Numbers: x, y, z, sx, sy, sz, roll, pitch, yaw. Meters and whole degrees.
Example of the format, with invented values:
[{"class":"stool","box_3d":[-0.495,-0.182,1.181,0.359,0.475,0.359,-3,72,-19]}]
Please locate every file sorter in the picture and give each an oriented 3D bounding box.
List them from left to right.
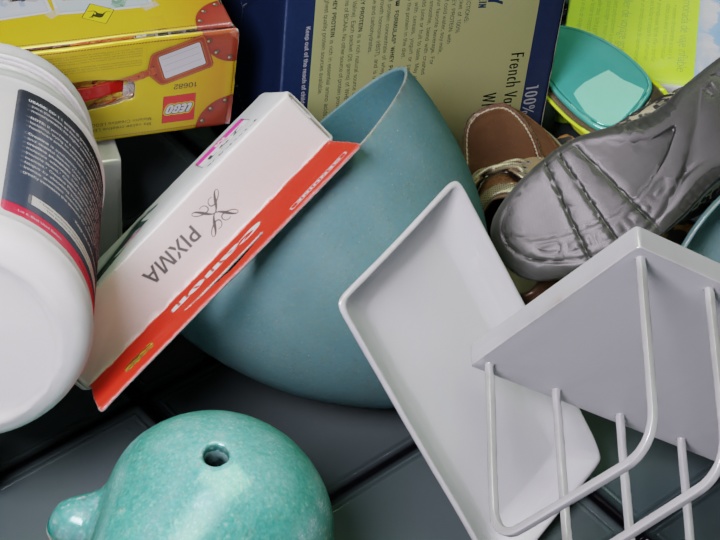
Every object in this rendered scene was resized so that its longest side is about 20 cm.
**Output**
[{"class":"file sorter","box_3d":[0.177,0.092,1.061,0.199,0.139,0.125,22,50,-27]}]

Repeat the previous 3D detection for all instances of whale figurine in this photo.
[{"class":"whale figurine","box_3d":[-0.096,0.151,1.045,0.158,0.104,0.200,27,46,20]}]

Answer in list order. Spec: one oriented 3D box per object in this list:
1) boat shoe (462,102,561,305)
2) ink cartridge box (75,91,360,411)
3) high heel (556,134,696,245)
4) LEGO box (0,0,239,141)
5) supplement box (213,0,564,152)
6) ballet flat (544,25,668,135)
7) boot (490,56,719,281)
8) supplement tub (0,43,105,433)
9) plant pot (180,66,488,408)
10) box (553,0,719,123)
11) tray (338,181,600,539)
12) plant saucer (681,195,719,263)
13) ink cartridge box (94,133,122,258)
[{"class":"boat shoe","box_3d":[0.099,-0.037,1.254,0.075,0.072,0.201,-27,46,12]},{"class":"ink cartridge box","box_3d":[-0.096,-0.016,1.133,0.044,0.174,0.200,45,85,-10]},{"class":"high heel","box_3d":[0.200,-0.038,1.306,0.198,0.072,0.143,1,48,10]},{"class":"LEGO box","box_3d":[-0.192,-0.151,1.254,0.198,0.078,0.149,-9,45,-19]},{"class":"supplement box","box_3d":[0.013,-0.165,1.329,0.198,0.201,0.135,-14,47,-21]},{"class":"ballet flat","box_3d":[0.189,-0.090,1.358,0.199,0.067,0.067,35,67,29]},{"class":"boot","box_3d":[0.175,-0.051,1.201,0.203,0.154,0.074,-33,79,4]},{"class":"supplement tub","box_3d":[-0.208,-0.021,1.094,0.139,0.141,0.201,2,34,-5]},{"class":"plant pot","box_3d":[0.000,0.000,1.183,0.135,0.200,0.201,45,44,-12]},{"class":"box","box_3d":[0.241,-0.149,1.445,0.198,0.048,0.122,6,42,8]},{"class":"tray","box_3d":[0.058,0.062,1.112,0.022,0.201,0.107,2,39,48]},{"class":"plant saucer","box_3d":[0.255,0.018,1.179,0.198,0.202,0.027,-9,25,-17]},{"class":"ink cartridge box","box_3d":[-0.260,-0.072,1.279,0.198,0.086,0.147,-9,45,-16]}]
